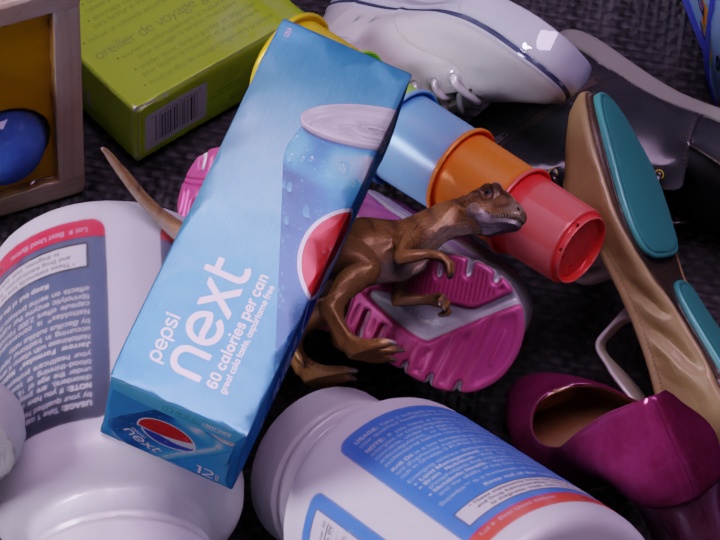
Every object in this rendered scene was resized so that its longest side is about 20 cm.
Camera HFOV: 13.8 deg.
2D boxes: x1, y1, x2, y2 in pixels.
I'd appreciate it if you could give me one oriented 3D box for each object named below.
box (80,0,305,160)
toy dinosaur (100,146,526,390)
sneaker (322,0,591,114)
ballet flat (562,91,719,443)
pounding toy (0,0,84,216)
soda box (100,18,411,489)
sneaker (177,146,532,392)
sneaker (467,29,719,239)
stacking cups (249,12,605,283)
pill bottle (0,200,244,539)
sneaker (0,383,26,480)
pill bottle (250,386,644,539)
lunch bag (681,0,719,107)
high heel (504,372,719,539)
[{"bbox_3d":[-0.137,-0.158,1.628,0.122,0.048,0.200,-31,60,-27],"label":"box"},{"bbox_3d":[-0.022,-0.002,1.411,0.199,0.060,0.107,-2,68,-10],"label":"toy dinosaur"},{"bbox_3d":[0.041,-0.102,1.551,0.200,0.073,0.071,14,67,55],"label":"sneaker"},{"bbox_3d":[0.134,0.009,1.474,0.063,0.069,0.201,-30,74,21],"label":"ballet flat"},{"bbox_3d":[-0.233,-0.098,1.475,0.183,0.200,0.142,-17,55,-17],"label":"pounding toy"},{"bbox_3d":[-0.046,-0.009,1.340,0.068,0.064,0.201,23,63,2],"label":"soda box"},{"bbox_3d":[0.000,0.000,1.492,0.199,0.082,0.088,29,11,17],"label":"sneaker"},{"bbox_3d":[0.143,-0.039,1.546,0.200,0.075,0.106,32,60,31],"label":"sneaker"},{"bbox_3d":[0.037,-0.062,1.483,0.200,0.061,0.060,31,55,29],"label":"stacking cups"},{"bbox_3d":[-0.115,0.079,1.394,0.119,0.120,0.201,-1,51,-5],"label":"pill bottle"},{"bbox_3d":[-0.213,0.053,1.386,0.199,0.074,0.116,-12,34,40],"label":"sneaker"},{"bbox_3d":[0.035,0.123,1.341,0.112,0.113,0.200,-25,31,-22],"label":"pill bottle"},{"bbox_3d":[0.224,-0.145,1.579,0.094,0.151,0.201,1,51,-3],"label":"lunch bag"},{"bbox_3d":[0.114,0.063,1.398,0.067,0.096,0.200,-29,28,-16],"label":"high heel"}]
